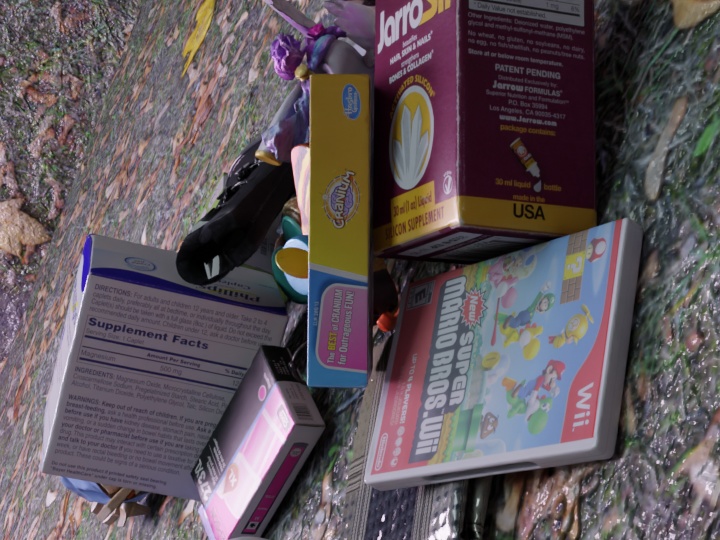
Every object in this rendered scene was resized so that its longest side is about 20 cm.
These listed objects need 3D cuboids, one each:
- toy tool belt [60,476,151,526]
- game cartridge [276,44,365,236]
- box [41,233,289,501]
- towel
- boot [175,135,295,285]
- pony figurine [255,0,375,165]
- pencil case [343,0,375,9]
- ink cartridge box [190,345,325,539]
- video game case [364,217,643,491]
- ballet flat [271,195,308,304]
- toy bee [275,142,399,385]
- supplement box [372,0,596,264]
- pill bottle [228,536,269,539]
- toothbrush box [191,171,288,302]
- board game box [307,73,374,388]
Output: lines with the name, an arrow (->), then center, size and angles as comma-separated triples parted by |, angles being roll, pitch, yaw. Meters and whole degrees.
toy tool belt -> -0.278, 0.219, 1.565 | 0.200, 0.124, 0.124 | -27, 36, 62
game cartridge -> -0.020, -0.120, 1.373 | 0.133, 0.041, 0.202 | -14, 56, 61
box -> -0.182, 0.091, 1.311 | 0.105, 0.182, 0.202 | -115, 40, -66
towel -> 0.044, 0.114, 0.979 | 0.192, 0.034, 0.202 | 138, 145, -57
boot -> -0.107, -0.049, 1.295 | 0.165, 0.065, 0.201 | -49, 10, 42
pony figurine -> -0.017, -0.176, 1.223 | 0.166, 0.192, 0.202 | 13, 82, 43
pencil case -> 0.045, -0.223, 1.089 | 0.078, 0.198, 0.090 | -66, 32, 21
ink cartridge box -> -0.098, 0.170, 1.228 | 0.201, 0.037, 0.095 | -62, 38, 29
video game case -> 0.083, 0.055, 0.878 | 0.199, 0.017, 0.144 | -18, 52, 48
ballet flat -> -0.036, -0.024, 1.258 | 0.065, 0.071, 0.200 | -42, -5, -17
toy bee -> 0.000, 0.000, 1.125 | 0.108, 0.201, 0.131 | 19, 49, 44
supplement box -> 0.078, -0.112, 0.935 | 0.131, 0.102, 0.202 | 159, 113, -65
pill bottle -> -0.099, 0.266, 1.059 | 0.200, 0.112, 0.113 | -43, 31, 50
toothbrush box -> -0.147, 0.027, 1.474 | 0.201, 0.085, 0.146 | -55, 24, 30
board game box -> -0.012, -0.026, 0.994 | 0.153, 0.040, 0.203 | 19, -108, -88
